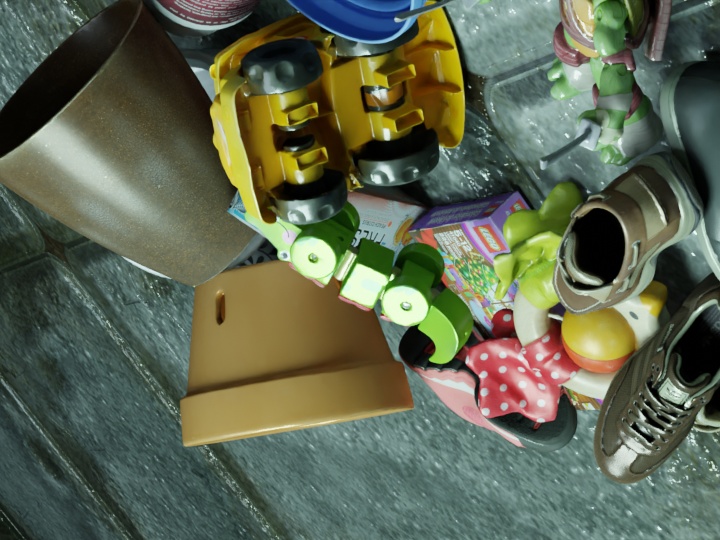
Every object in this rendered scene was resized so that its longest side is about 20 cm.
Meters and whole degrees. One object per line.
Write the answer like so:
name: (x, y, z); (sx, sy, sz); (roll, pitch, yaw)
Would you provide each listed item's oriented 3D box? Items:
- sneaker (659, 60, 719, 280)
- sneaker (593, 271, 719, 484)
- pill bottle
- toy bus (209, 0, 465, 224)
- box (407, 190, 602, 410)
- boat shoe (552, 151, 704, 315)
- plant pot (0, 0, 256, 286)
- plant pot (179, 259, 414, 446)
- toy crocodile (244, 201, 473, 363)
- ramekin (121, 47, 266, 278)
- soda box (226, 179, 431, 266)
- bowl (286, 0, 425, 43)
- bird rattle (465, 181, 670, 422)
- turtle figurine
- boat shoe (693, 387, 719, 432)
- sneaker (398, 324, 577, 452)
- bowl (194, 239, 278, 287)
sneaker: (0.276, -0.046, 1.467); (0.106, 0.075, 0.200); (10, 135, 57)
sneaker: (0.224, 0.081, 1.618); (0.070, 0.076, 0.200); (34, 114, 9)
pill bottle: (-0.113, -0.258, 1.741); (0.113, 0.113, 0.200); (48, 155, 0)
toy bus: (-0.049, -0.138, 1.714); (0.192, 0.199, 0.136); (26, 134, 50)
box: (0.138, 0.029, 1.845); (0.200, 0.039, 0.137); (54, 155, -14)
boat shoe: (0.167, -0.018, 1.538); (0.076, 0.072, 0.200); (55, 156, 14)
plant pot: (-0.178, -0.086, 1.808); (0.200, 0.187, 0.187); (46, 157, -21)
plant pot: (-0.062, 0.066, 1.891); (0.200, 0.199, 0.141); (-19, 78, 63)
toy crocodile: (0.000, 0.000, 1.710); (0.199, 0.068, 0.062); (29, 124, -5)
ramekin: (-0.141, -0.100, 1.935); (0.199, 0.098, 0.202); (5, 104, 19)
soda box: (-0.023, -0.050, 1.831); (0.068, 0.064, 0.200); (34, -169, 27)
bowl: (-0.026, -0.251, 1.544); (0.200, 0.039, 0.201); (37, 153, 22)
bird rattle: (0.160, 0.047, 1.704); (0.162, 0.113, 0.201); (20, 126, 24)
turtle figurine: (0.123, -0.137, 1.460); (0.143, 0.201, 0.194); (22, 165, 25)
boat shoe: (0.268, 0.086, 1.688); (0.200, 0.065, 0.072); (6, 133, 55)
sneaker: (0.120, 0.104, 1.877); (0.200, 0.074, 0.087); (33, 164, 45)
bowl: (-0.088, -0.002, 2.066); (0.200, 0.094, 0.201); (34, -179, 0)
